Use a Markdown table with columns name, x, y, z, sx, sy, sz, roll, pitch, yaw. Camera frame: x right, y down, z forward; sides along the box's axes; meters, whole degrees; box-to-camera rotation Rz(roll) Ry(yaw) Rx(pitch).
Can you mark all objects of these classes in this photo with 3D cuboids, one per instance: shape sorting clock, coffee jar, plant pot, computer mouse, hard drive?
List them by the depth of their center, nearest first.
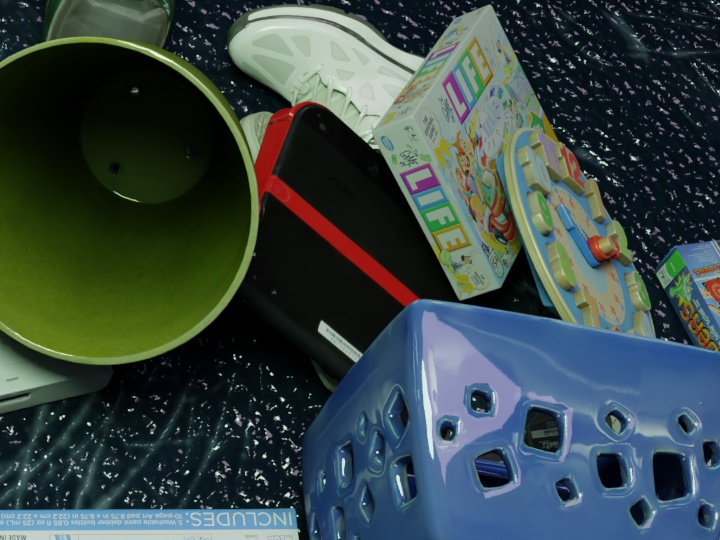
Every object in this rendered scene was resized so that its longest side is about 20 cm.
| name | x | y | z | sx | sy | sz | roll | pitch | yaw |
| --- | --- | --- | --- | --- | --- | --- | --- | --- | --- |
| plant pot | 0.083 | 0.148 | 0.934 | 0.199 | 0.200 | 0.181 | 11 | 58 | -17 |
| plant pot | -0.145 | -0.062 | 1.057 | 0.186 | 0.188 | 0.200 | 26 | 14 | -4 |
| hard drive | -0.251 | -0.002 | 1.066 | 0.131 | 0.026 | 0.201 | -12 | 61 | -32 |
| computer mouse | 0.141 | 0.088 | 1.169 | 0.058 | 0.034 | 0.201 | -7 | 38 | 7 |
| shape sorting clock | 0.158 | -0.010 | 1.197 | 0.200 | 0.039 | 0.201 | 47 | 24 | -29 |
| coffee jar | -0.176 | -0.237 | 1.233 | 0.085 | 0.104 | 0.201 | 14 | 49 | -19 |

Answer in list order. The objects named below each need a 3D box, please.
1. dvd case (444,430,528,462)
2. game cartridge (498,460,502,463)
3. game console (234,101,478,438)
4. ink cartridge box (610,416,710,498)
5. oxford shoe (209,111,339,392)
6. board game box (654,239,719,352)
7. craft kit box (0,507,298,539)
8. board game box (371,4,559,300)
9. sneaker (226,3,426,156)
| name | x | y | z | sx | sy | sz | roll | pitch | yaw |
| --- | --- | --- | --- | --- | --- | --- | --- | --- | --- |
| dvd case | 0.112 | 0.195 | 1.094 | 0.148 | 0.016 | 0.201 | 20 | 49 | -9 |
| game cartridge | 0.093 | 0.215 | 1.035 | 0.132 | 0.041 | 0.201 | -13 | 61 | -27 |
| game console | 0.000 | 0.000 | 1.138 | 0.200 | 0.031 | 0.178 | 40 | 47 | -26 |
| ink cartridge box | 0.244 | 0.174 | 1.098 | 0.144 | 0.084 | 0.201 | 22 | 40 | -22 |
| oxford shoe | -0.046 | -0.008 | 1.153 | 0.075 | 0.058 | 0.201 | -7 | 70 | -56 |
| board game box | 0.337 | 0.034 | 1.314 | 0.199 | 0.035 | 0.136 | -7 | 59 | -30 |
| craft kit box | -0.121 | 0.224 | 0.926 | 0.198 | 0.049 | 0.198 | 3 | 51 | -15 |
| board game box | 0.081 | -0.088 | 1.213 | 0.135 | 0.034 | 0.200 | 60 | 31 | -19 |
| sneaker | -0.005 | -0.115 | 1.239 | 0.199 | 0.076 | 0.116 | 18 | 47 | -15 |
